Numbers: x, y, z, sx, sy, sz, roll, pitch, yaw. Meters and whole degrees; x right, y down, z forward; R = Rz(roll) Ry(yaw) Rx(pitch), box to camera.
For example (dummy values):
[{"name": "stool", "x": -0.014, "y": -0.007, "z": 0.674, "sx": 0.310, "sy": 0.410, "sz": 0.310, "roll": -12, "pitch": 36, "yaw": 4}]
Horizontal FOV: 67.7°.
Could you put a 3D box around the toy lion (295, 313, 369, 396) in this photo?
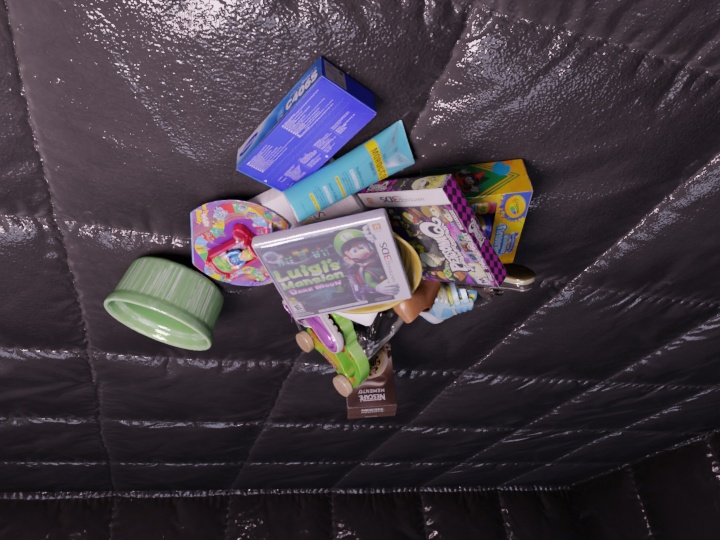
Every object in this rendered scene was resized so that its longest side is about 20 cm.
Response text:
[{"name": "toy lion", "x": -0.053, "y": 0.137, "z": 1.088, "sx": 0.069, "sy": 0.200, "sz": 0.192, "roll": -34, "pitch": 163, "yaw": -30}]

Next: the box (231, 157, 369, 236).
[{"name": "box", "x": -0.090, "y": -0.084, "z": 0.884, "sx": 0.199, "sy": 0.037, "sz": 0.144, "roll": -21, "pitch": 133, "yaw": 23}]

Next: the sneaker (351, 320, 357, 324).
[{"name": "sneaker", "x": 0.010, "y": 0.025, "z": 1.034, "sx": 0.108, "sy": 0.070, "sz": 0.201, "roll": -12, "pitch": 132, "yaw": 8}]

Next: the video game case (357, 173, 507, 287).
[{"name": "video game case", "x": 0.110, "y": -0.058, "z": 0.833, "sx": 0.181, "sy": 0.036, "sz": 0.200, "roll": 7, "pitch": 142, "yaw": 50}]

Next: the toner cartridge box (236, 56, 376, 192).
[{"name": "toner cartridge box", "x": -0.079, "y": -0.190, "z": 0.741, "sx": 0.095, "sy": 0.043, "sz": 0.200, "roll": 25, "pitch": 136, "yaw": -35}]

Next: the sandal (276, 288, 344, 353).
[{"name": "sandal", "x": -0.109, "y": 0.082, "z": 1.026, "sx": 0.050, "sy": 0.203, "sz": 0.083, "roll": -32, "pitch": 154, "yaw": -33}]

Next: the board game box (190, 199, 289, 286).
[{"name": "board game box", "x": -0.204, "y": -0.028, "z": 0.889, "sx": 0.157, "sy": 0.039, "sz": 0.201, "roll": 8, "pitch": 136, "yaw": -8}]

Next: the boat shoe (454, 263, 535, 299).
[{"name": "boat shoe", "x": 0.243, "y": 0.021, "z": 0.994, "sx": 0.071, "sy": 0.066, "sz": 0.200, "roll": -12, "pitch": -166, "yaw": -28}]

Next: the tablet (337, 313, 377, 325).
[{"name": "tablet", "x": 0.000, "y": 0.000, "z": 0.963, "sx": 0.129, "sy": 0.014, "sz": 0.201, "roll": 24, "pitch": 115, "yaw": -7}]

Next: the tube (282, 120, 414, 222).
[{"name": "tube", "x": -0.016, "y": -0.140, "z": 0.783, "sx": 0.199, "sy": 0.050, "sz": 0.078, "roll": -30, "pitch": 139, "yaw": -5}]

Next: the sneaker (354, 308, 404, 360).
[{"name": "sneaker", "x": 0.022, "y": 0.112, "z": 1.180, "sx": 0.114, "sy": 0.076, "sz": 0.199, "roll": 45, "pitch": 104, "yaw": -1}]

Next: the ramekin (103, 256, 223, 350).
[{"name": "ramekin", "x": -0.350, "y": 0.060, "z": 0.984, "sx": 0.199, "sy": 0.098, "sz": 0.200, "roll": 14, "pitch": 153, "yaw": 7}]

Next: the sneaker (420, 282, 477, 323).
[{"name": "sneaker", "x": 0.161, "y": 0.043, "z": 1.099, "sx": 0.130, "sy": 0.080, "sz": 0.200, "roll": -23, "pitch": 152, "yaw": 28}]

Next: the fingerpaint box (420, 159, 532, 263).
[{"name": "fingerpaint box", "x": 0.186, "y": -0.085, "z": 0.911, "sx": 0.166, "sy": 0.074, "sz": 0.200, "roll": -6, "pitch": 147, "yaw": 1}]

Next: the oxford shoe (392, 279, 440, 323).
[{"name": "oxford shoe", "x": 0.119, "y": 0.038, "z": 1.008, "sx": 0.071, "sy": 0.072, "sz": 0.200, "roll": -25, "pitch": -173, "yaw": 43}]

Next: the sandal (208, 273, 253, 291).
[{"name": "sandal", "x": -0.186, "y": -0.012, "z": 1.004, "sx": 0.199, "sy": 0.045, "sz": 0.075, "roll": -19, "pitch": 153, "yaw": -6}]

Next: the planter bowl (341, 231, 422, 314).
[{"name": "planter bowl", "x": -0.003, "y": -0.023, "z": 0.866, "sx": 0.199, "sy": 0.084, "sz": 0.201, "roll": 0, "pitch": 137, "yaw": 0}]

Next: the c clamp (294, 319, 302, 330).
[{"name": "c clamp", "x": -0.070, "y": 0.059, "z": 1.141, "sx": 0.199, "sy": 0.027, "sz": 0.171, "roll": -12, "pitch": 141, "yaw": 12}]

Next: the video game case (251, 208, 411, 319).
[{"name": "video game case", "x": -0.037, "y": -0.002, "z": 0.810, "sx": 0.199, "sy": 0.023, "sz": 0.182, "roll": -11, "pitch": 136, "yaw": 11}]

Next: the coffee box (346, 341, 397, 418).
[{"name": "coffee box", "x": 0.019, "y": 0.235, "z": 1.253, "sx": 0.112, "sy": 0.201, "sz": 0.080, "roll": -3, "pitch": 147, "yaw": -4}]
